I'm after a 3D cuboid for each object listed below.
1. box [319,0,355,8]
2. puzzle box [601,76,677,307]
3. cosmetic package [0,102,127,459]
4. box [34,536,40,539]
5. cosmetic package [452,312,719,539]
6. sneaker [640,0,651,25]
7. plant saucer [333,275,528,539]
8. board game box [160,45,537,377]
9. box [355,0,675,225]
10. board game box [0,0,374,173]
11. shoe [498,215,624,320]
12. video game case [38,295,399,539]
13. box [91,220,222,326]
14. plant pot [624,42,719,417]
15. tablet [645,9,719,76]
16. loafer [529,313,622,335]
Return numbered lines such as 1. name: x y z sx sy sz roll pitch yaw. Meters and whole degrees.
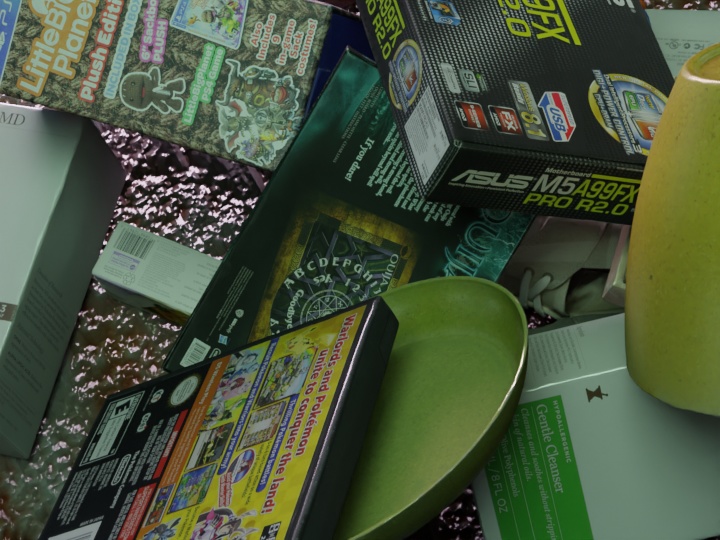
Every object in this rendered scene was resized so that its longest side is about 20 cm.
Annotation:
1. box: -0.028 -0.269 1.349 0.094 0.102 0.201 -14 55 50
2. puzzle box: 0.243 -0.013 1.183 0.199 0.025 0.134 19 71 -3
3. cosmetic package: -0.229 0.002 1.301 0.112 0.081 0.201 7 68 18
4. box: -0.108 0.195 1.183 0.199 0.079 0.141 -30 67 -2
5. cosmetic package: 0.153 0.080 1.116 0.199 0.085 0.108 -14 107 5
6. sneaker: 0.091 -0.092 1.259 0.199 0.075 0.079 -33 63 3
7. plant saucer: 0.002 0.081 1.065 0.199 0.031 0.200 -28 26 15
8. board game box: 0.000 0.000 1.158 0.135 0.028 0.201 31 98 -5
9. box: 0.085 -0.117 1.150 0.159 0.044 0.201 6 48 -26
10. board game box: -0.096 -0.124 1.261 0.199 0.159 0.097 17 95 15
11. shoe: 0.135 -0.004 1.219 0.199 0.070 0.054 -4 60 8
12. video game case: -0.079 0.107 1.057 0.180 0.026 0.200 -21 29 28
13. box: -0.065 0.026 1.273 0.199 0.039 0.042 20 73 21
14. plant pot: 0.211 -0.036 1.014 0.199 0.200 0.143 -12 108 4
15. tablet: 0.194 -0.099 1.282 0.199 0.014 0.131 3 67 16
16. loafer: 0.116 0.066 1.207 0.199 0.063 0.072 0 33 10
